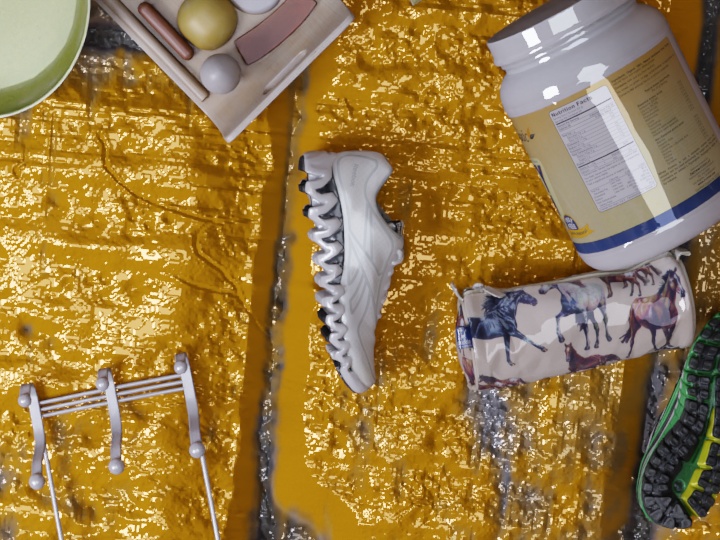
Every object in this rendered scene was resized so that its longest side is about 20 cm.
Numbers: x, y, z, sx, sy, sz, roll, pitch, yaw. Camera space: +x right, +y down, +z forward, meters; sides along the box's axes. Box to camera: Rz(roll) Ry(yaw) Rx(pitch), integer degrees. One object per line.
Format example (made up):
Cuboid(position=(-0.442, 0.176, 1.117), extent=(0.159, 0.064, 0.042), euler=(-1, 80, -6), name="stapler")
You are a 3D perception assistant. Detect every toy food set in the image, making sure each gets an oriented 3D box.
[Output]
Cuboid(position=(-0.123, -0.221, 1.622), extent=(0.143, 0.060, 0.200), euler=(-44, 96, 8), name="toy food set")

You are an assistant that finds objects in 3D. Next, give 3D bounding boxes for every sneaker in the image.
Cuboid(position=(0.000, 0.000, 1.664), extent=(0.080, 0.075, 0.202), euler=(-8, 101, -7), name="sneaker")
Cuboid(position=(0.276, 0.113, 1.681), extent=(0.078, 0.085, 0.201), euler=(31, 83, -5), name="sneaker")

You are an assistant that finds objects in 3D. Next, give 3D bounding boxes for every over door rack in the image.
Cuboid(position=(-0.191, 0.180, 1.697), extent=(0.146, 0.067, 0.202), euler=(-11, 100, 3), name="over door rack")

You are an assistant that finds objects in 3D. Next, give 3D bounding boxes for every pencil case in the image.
Cuboid(position=(0.173, 0.037, 1.663), extent=(0.198, 0.078, 0.090), euler=(-12, 115, 3), name="pencil case")

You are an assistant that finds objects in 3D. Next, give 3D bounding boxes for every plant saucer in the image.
Cuboid(position=(-0.300, -0.221, 1.621), extent=(0.198, 0.031, 0.202), euler=(4, 106, 14), name="plant saucer")

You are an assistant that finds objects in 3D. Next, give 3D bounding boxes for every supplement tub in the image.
Cuboid(position=(0.196, -0.117, 1.600), extent=(0.144, 0.144, 0.201), euler=(-27, 99, 5), name="supplement tub")

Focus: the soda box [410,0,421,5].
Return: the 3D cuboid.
Cuboid(position=(0.017, -0.310, 1.603), extent=(0.064, 0.068, 0.201), euler=(-29, 99, 6), name="soda box")
